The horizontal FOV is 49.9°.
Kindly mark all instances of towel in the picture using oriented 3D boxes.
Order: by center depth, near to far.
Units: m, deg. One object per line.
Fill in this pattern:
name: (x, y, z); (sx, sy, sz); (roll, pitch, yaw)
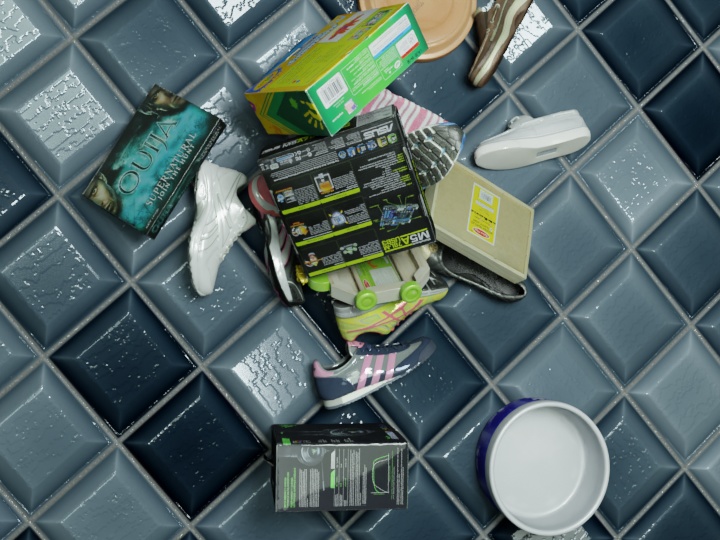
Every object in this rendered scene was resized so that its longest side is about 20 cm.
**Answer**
towel: (0.045, -0.188, 1.165); (0.198, 0.030, 0.149); (15, 99, -43)

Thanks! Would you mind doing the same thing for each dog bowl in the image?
dog bowl: (0.284, 0.305, 1.220); (0.196, 0.079, 0.204); (0, 87, -10)

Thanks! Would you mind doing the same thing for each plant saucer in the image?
plant saucer: (0.093, -0.440, 1.246); (0.196, 0.032, 0.205); (0, 88, -9)

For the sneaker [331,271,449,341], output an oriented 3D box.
sneaker: (0.046, 0.054, 1.203); (0.197, 0.078, 0.092); (-12, 123, -19)

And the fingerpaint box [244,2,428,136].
fingerpaint box: (-0.034, -0.268, 1.045); (0.200, 0.166, 0.074); (-46, 122, -22)

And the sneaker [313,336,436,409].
sneaker: (0.020, 0.135, 1.188); (0.197, 0.070, 0.083); (-26, 96, -11)

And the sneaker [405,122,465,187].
sneaker: (0.089, -0.160, 1.097); (0.079, 0.200, 0.090); (49, 60, -3)

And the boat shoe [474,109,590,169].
boat shoe: (0.272, -0.218, 1.250); (0.196, 0.072, 0.070); (-15, 68, -3)

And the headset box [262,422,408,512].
headset box: (-0.043, 0.280, 1.120); (0.196, 0.174, 0.095); (1, 88, -8)

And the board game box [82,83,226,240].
board game box: (-0.305, -0.163, 1.142); (0.134, 0.028, 0.202); (28, 82, 19)

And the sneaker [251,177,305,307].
sneaker: (-0.105, -0.049, 1.173); (0.085, 0.080, 0.204); (-13, 92, -14)

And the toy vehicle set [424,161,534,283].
toy vehicle set: (0.181, -0.079, 1.182); (0.198, 0.026, 0.126); (27, 62, -25)

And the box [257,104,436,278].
box: (-0.015, -0.102, 1.054); (0.197, 0.048, 0.195); (-16, 121, 12)

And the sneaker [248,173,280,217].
sneaker: (-0.060, -0.106, 1.130); (0.197, 0.087, 0.075); (10, 62, -29)

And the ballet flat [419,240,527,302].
ballet flat: (0.178, -0.009, 1.227); (0.197, 0.057, 0.067); (24, 83, -7)

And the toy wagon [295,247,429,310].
toy wagon: (0.000, 0.000, 1.157); (0.196, 0.156, 0.040); (-10, 130, -12)

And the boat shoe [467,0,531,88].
boat shoe: (0.213, -0.391, 1.249); (0.074, 0.075, 0.204); (28, 76, 5)

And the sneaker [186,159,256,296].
sneaker: (-0.207, -0.061, 1.159); (0.097, 0.078, 0.204); (7, 87, -12)

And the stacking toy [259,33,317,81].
stacking toy: (-0.051, -0.249, 1.187); (0.110, 0.116, 0.201); (-44, 106, -13)
